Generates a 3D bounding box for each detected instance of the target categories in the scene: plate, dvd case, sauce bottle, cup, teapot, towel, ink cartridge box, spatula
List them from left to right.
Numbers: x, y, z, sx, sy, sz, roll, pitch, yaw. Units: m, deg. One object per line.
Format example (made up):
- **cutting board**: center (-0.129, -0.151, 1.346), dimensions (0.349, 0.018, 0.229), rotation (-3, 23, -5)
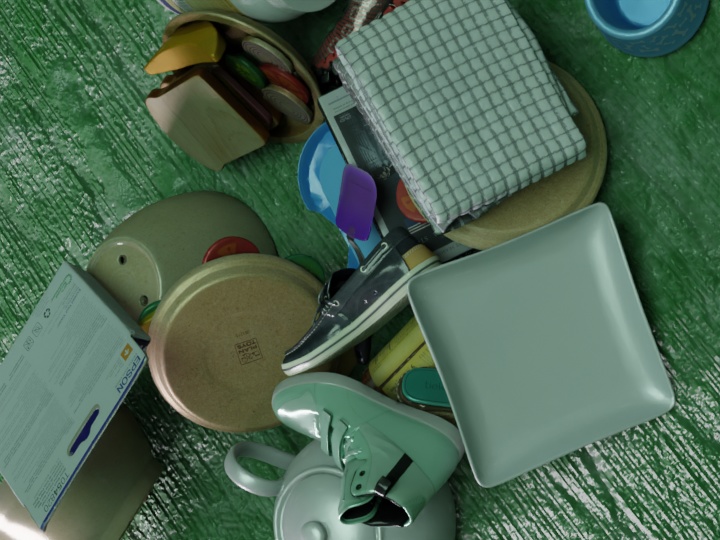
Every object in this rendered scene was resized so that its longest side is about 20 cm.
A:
- **ink cartridge box**: center (-0.282, 0.121, 1.533), dimensions (0.201, 0.040, 0.200), rotation (-57, 43, 7)
- **cup**: center (-0.201, 0.016, 1.643), dimensions (0.198, 0.143, 0.203), rotation (0, 90, 30)
- **teapot**: center (-0.015, 0.241, 1.533), dimensions (0.198, 0.146, 0.200), rotation (-18, 81, 30)
- **spatula**: center (0.000, 0.000, 1.520), dimensions (0.056, 0.020, 0.202), rotation (28, 130, 48)
- **dvd case**: center (0.066, -0.107, 1.514), dimensions (0.149, 0.025, 0.202), rotation (-25, 75, -2)
- **sauce bottle**: center (0.084, 0.055, 1.520), dimensions (0.200, 0.066, 0.066), rotation (-45, 69, 22)
- **towel**: center (0.089, -0.147, 1.415), dimensions (0.164, 0.086, 0.201), rotation (-28, 78, -11)
- **plate**: center (0.160, 0.066, 1.425), dimensions (0.198, 0.032, 0.202), rotation (-22, 95, -8)

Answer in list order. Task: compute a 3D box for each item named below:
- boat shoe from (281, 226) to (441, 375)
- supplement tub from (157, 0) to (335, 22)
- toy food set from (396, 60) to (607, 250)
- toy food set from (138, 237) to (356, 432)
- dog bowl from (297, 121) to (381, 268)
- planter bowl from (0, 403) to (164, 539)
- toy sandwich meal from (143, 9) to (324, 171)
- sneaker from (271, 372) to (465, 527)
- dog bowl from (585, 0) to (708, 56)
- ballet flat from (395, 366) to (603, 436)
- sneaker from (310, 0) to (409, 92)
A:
- **boat shoe**: center (-0.007, 0.030, 1.476), dimensions (0.200, 0.074, 0.063), rotation (-42, 79, 32)
- **supplement tub**: center (-0.113, -0.318, 1.564), dimensions (0.199, 0.143, 0.146), rotation (13, 97, 46)
- **toy food set**: center (0.127, -0.109, 1.469), dimensions (0.199, 0.049, 0.198), rotation (38, 81, 13)
- **toy food set**: center (-0.111, 0.066, 1.554), dimensions (0.199, 0.049, 0.199), rotation (-32, 117, 6)
- **dog bowl**: center (0.016, -0.056, 1.568), dimensions (0.111, 0.049, 0.201), rotation (-34, 73, 26)
- **planter bowl**: center (-0.292, 0.224, 1.688), dimensions (0.134, 0.200, 0.201), rotation (32, 108, -2)
- **toy sandwich meal**: center (-0.129, -0.175, 1.583), dimensions (0.203, 0.206, 0.071), rotation (13, 59, 30)
- **sneaker**: center (-0.017, 0.166, 1.456), dimensions (0.199, 0.118, 0.074), rotation (15, 137, 27)
- **dog bowl**: center (0.257, -0.294, 1.414), dimensions (0.111, 0.049, 0.202), rotation (13, 97, 30)
- **ballet flat**: center (0.131, 0.132, 1.489), dimensions (0.198, 0.066, 0.071), rotation (11, 56, 11)
- **sneaker**: center (0.019, -0.258, 1.554), dimensions (0.200, 0.071, 0.099), rotation (-40, 64, 28)
